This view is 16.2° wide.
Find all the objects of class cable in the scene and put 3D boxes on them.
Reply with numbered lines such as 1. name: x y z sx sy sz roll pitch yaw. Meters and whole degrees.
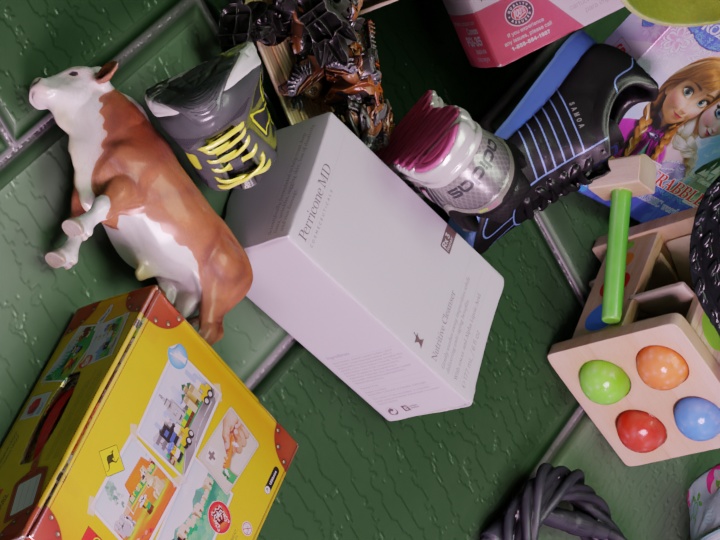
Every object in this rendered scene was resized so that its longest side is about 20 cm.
1. cable: 0.160 0.243 1.860 0.201 0.051 0.163 57 36 -15

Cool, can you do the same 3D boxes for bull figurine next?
1. bull figurine: -0.141 -0.035 1.578 0.200 0.065 0.122 48 49 -25

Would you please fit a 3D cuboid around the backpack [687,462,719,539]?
1. backpack: 0.352 0.228 1.989 0.200 0.177 0.151 41 43 -28

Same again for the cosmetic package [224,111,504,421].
1. cosmetic package: 0.000 0.000 1.720 0.200 0.081 0.113 42 50 -34

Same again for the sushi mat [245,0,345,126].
1. sushi mat: -0.046 -0.169 1.779 0.096 0.012 0.201 -29 99 -49

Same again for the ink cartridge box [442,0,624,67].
1. ink cartridge box: 0.114 -0.273 1.900 0.146 0.083 0.201 -26 101 -8

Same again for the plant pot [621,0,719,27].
1. plant pot: 0.241 -0.313 1.823 0.187 0.187 0.201 16 47 -46

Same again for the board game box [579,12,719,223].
1. board game box: 0.252 -0.130 1.985 0.199 0.200 0.041 21 30 -44

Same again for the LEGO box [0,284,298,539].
1. LEGO box: -0.138 0.135 1.506 0.149 0.077 0.201 50 44 -26

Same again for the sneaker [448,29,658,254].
1. sneaker: 0.141 -0.083 1.863 0.200 0.078 0.070 -55 163 -11

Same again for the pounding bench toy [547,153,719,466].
1. pounding bench toy: 0.220 0.029 1.940 0.200 0.124 0.156 52 44 -24

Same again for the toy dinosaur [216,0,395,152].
1. toy dinosaur: -0.038 -0.171 1.731 0.200 0.102 0.136 51 26 2

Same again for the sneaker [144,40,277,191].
1. sneaker: -0.082 -0.092 1.593 0.200 0.074 0.085 -79 144 -84

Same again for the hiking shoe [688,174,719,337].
1. hiking shoe: 0.297 0.021 1.891 0.087 0.074 0.201 -17 100 -58

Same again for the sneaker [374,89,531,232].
1. sneaker: 0.066 -0.070 1.757 0.087 0.200 0.074 39 88 -13

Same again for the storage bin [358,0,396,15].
1. storage bin: 0.045 -0.304 1.778 0.094 0.199 0.200 -29 99 -59
